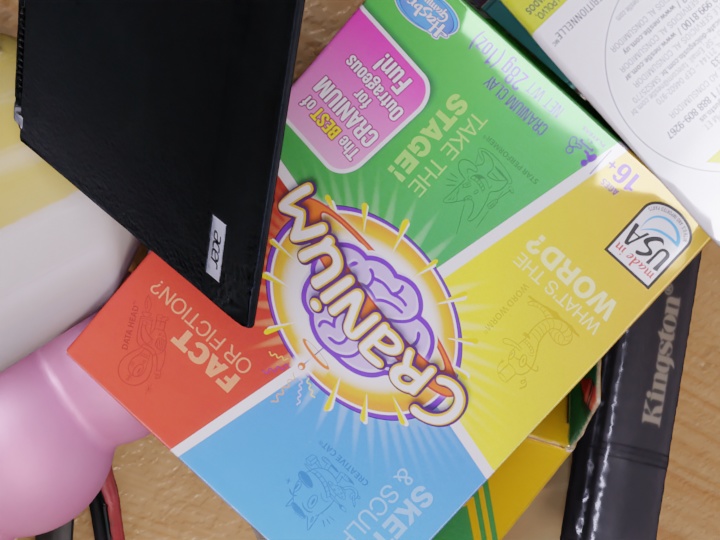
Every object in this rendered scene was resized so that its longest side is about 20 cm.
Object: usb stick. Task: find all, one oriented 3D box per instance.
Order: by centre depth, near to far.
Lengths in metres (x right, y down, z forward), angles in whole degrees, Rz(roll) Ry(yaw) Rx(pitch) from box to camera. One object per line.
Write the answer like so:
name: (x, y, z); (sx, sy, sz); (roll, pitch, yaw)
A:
usb stick: (0.139, 0.051, 1.016); (0.055, 0.033, 0.200); (15, 81, -30)

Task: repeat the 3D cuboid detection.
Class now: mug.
mug: (-0.164, -0.025, 0.743); (0.153, 0.150, 0.187); (-25, 159, -22)

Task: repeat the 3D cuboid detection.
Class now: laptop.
laptop: (-0.055, -0.119, 0.656); (0.103, 0.200, 0.177); (13, 130, 1)

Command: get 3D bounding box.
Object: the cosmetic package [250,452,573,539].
cosmetic package: (0.041, 0.102, 1.042); (0.200, 0.105, 0.071); (-4, 135, -33)

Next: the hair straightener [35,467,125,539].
hair straightener: (-0.152, 0.100, 0.960); (0.077, 0.041, 0.200); (-17, 138, -19)

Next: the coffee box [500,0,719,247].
coffee box: (0.158, -0.139, 0.744); (0.200, 0.198, 0.200); (-43, 168, 13)

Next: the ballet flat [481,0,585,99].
ballet flat: (0.121, -0.126, 0.897); (0.200, 0.069, 0.069); (-42, 140, 11)

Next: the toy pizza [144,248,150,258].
toy pizza: (0.000, 0.000, 0.924); (0.200, 0.032, 0.200); (-9, 147, -6)

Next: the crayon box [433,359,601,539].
crayon box: (0.046, 0.054, 0.872); (0.051, 0.127, 0.200); (17, 139, -11)

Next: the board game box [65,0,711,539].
board game box: (0.011, 0.007, 0.754); (0.200, 0.153, 0.040); (-49, 177, 11)

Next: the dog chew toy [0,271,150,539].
dog chew toy: (-0.161, 0.066, 0.848); (0.200, 0.125, 0.125); (-31, 141, 5)
